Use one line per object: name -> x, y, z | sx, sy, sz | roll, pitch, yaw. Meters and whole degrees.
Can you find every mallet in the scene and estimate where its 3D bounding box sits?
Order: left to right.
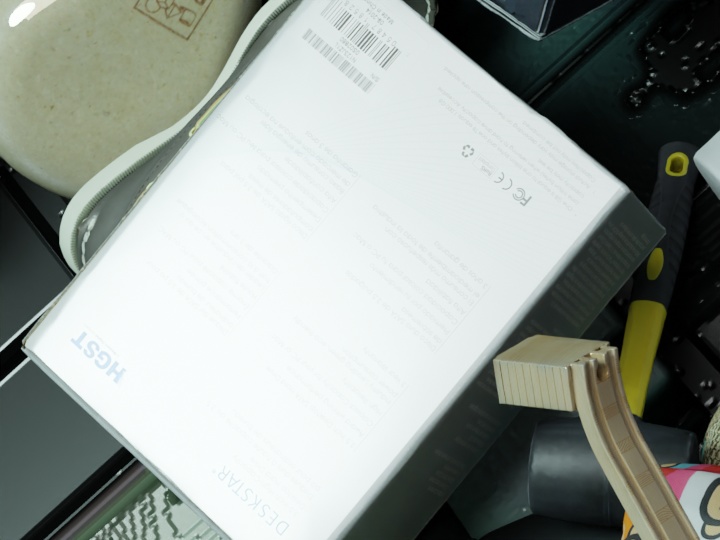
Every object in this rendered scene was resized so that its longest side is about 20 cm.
mallet -> 0.123, 0.023, 1.162 | 0.065, 0.041, 0.201 | 11, 49, 18

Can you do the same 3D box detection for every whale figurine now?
whale figurine -> -0.092, -0.128, 1.284 | 0.201, 0.159, 0.104 | -57, 21, 13

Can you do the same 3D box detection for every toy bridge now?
toy bridge -> 0.088, 0.123, 0.961 | 0.067, 0.027, 0.201 | 4, 108, 40

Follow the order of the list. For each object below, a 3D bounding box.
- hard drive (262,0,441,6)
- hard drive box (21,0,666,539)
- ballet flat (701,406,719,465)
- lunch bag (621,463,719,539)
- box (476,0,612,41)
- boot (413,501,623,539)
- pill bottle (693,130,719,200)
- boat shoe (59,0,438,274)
hard drive -> -0.035, -0.192, 1.345 | 0.199, 0.038, 0.140 | 20, 78, 28
hard drive box -> -0.007, 0.007, 1.133 | 0.156, 0.077, 0.200 | 41, 92, 21
ballet flat -> 0.224, 0.089, 1.103 | 0.199, 0.068, 0.075 | 5, 41, 20
lunch bag -> 0.195, 0.135, 1.021 | 0.175, 0.200, 0.082 | 7, 70, 38
box -> 0.071, -0.221, 1.200 | 0.196, 0.124, 0.200 | 35, 42, 24
boot -> 0.061, 0.111, 1.166 | 0.162, 0.073, 0.199 | -19, 64, 12
pill bottle -> 0.236, -0.073, 1.144 | 0.200, 0.113, 0.114 | -40, 61, 3
boat shoe -> -0.038, -0.056, 1.241 | 0.201, 0.072, 0.061 | -44, 34, -2
